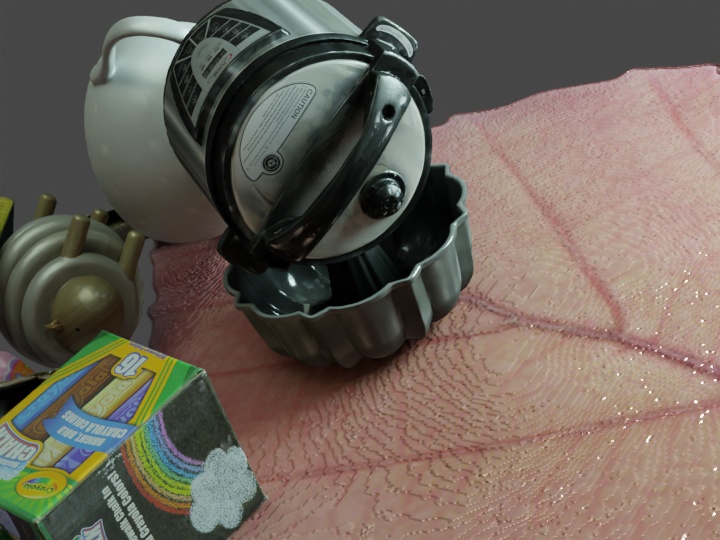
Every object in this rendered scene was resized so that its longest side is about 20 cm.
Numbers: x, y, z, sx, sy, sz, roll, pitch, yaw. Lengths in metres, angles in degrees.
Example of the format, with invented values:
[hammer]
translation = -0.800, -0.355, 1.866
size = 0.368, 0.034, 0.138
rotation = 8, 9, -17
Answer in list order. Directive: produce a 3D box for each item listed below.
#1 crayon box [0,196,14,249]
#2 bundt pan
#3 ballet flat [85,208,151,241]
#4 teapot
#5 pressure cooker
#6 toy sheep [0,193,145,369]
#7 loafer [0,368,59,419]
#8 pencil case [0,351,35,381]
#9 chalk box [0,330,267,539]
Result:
[crayon box]
translation = -0.371, 0.015, 1.361
size = 0.126, 0.051, 0.201
rotation = 16, 51, -2
[bundt pan]
translation = 0.000, 0.000, 1.285
size = 0.200, 0.076, 0.203
rotation = -18, 32, 12
[ballet flat]
translation = -0.219, -0.044, 1.524
size = 0.198, 0.047, 0.068
rotation = -12, 33, 19
[teapot]
translation = -0.125, -0.123, 1.391
size = 0.145, 0.199, 0.200
rotation = -10, 11, 31
[pressure cooker]
translation = -0.041, -0.103, 1.228
size = 0.177, 0.177, 0.200
rotation = -14, 30, -16
[toy sheep]
translation = -0.242, 0.014, 1.378
size = 0.137, 0.139, 0.200
rotation = -33, 23, -14
[loafer]
translation = -0.241, 0.108, 1.226
size = 0.199, 0.063, 0.072
rotation = -12, 60, -43
[pencil case]
translation = -0.300, 0.151, 1.258
size = 0.087, 0.088, 0.201
rotation = -11, 35, 20
[chalk box]
translation = -0.187, 0.159, 1.132
size = 0.200, 0.126, 0.123
rotation = -41, 36, -27
